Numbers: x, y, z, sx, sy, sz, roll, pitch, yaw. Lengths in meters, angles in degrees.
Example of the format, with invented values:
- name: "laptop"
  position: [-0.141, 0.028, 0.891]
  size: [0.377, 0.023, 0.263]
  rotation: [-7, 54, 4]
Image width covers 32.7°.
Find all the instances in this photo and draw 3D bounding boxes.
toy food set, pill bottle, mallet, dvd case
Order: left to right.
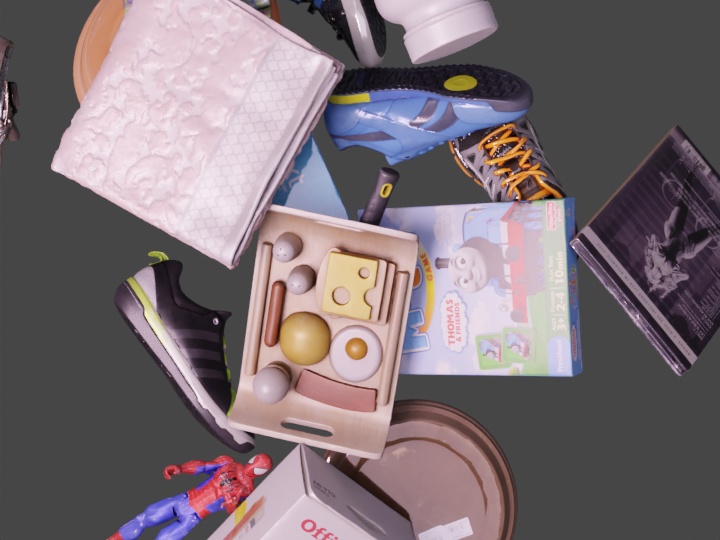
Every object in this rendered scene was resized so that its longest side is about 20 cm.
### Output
- name: "toy food set"
  position: [-0.034, 0.051, 1.052]
  size: [0.141, 0.060, 0.203]
  rotation: [11, 105, 7]
- name: "mallet"
  position: [0.000, 0.000, 1.095]
  size: [0.065, 0.041, 0.201]
  rotation: [15, 119, -27]
- name: "pill bottle"
  position: [0.051, -0.296, 1.099]
  size: [0.111, 0.113, 0.203]
  rotation: [-21, 91, -1]
- name: "dvd case"
  position: [0.284, -0.023, 1.097]
  size: [0.149, 0.016, 0.200]
  rotation: [49, 53, -3]

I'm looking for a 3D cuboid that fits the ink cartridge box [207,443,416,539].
- name: "ink cartridge box"
  position: [-0.061, 0.274, 1.075]
  size: [0.145, 0.084, 0.200]
  rotation: [38, 105, -22]

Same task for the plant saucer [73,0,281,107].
- name: "plant saucer"
  position: [-0.167, -0.202, 1.091]
  size: [0.197, 0.032, 0.203]
  rotation: [-7, 65, 15]

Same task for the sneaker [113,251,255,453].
- name: "sneaker"
  position: [-0.142, 0.073, 1.120]
  size: [0.082, 0.072, 0.201]
  rotation: [-37, 98, -16]

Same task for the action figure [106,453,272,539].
- name: "action figure"
  position: [-0.170, 0.218, 1.108]
  size: [0.198, 0.099, 0.066]
  rotation: [-31, 70, -3]

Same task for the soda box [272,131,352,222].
- name: "soda box"
  position: [-0.071, -0.105, 1.123]
  size: [0.067, 0.064, 0.202]
  rotation: [-24, 91, 0]

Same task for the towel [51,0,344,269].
- name: "towel"
  position: [-0.138, -0.131, 1.024]
  size: [0.189, 0.032, 0.202]
  rotation: [29, 91, 10]

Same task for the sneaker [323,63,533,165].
- name: "sneaker"
  position: [0.061, -0.138, 1.107]
  size: [0.197, 0.066, 0.079]
  rotation: [2, 123, 21]

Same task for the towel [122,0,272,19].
- name: "towel"
  position: [-0.153, -0.292, 1.093]
  size: [0.141, 0.023, 0.203]
  rotation: [-13, 64, 9]

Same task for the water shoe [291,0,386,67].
- name: "water shoe"
  position: [-0.041, -0.269, 1.129]
  size: [0.078, 0.071, 0.202]
  rotation: [-25, 84, 18]

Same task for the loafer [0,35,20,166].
- name: "loafer"
  position: [-0.342, -0.114, 1.126]
  size: [0.062, 0.072, 0.203]
  rotation: [15, 97, -21]

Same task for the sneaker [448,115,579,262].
- name: "sneaker"
  position: [0.145, -0.086, 1.121]
  size: [0.078, 0.077, 0.201]
  rotation: [-33, 89, 2]

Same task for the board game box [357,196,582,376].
- name: "board game box"
  position: [0.095, 0.016, 1.097]
  size: [0.197, 0.036, 0.154]
  rotation: [-2, 94, 28]

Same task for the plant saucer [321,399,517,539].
- name: "plant saucer"
  position: [0.051, 0.223, 1.147]
  size: [0.196, 0.029, 0.204]
  rotation: [0, 90, -2]
